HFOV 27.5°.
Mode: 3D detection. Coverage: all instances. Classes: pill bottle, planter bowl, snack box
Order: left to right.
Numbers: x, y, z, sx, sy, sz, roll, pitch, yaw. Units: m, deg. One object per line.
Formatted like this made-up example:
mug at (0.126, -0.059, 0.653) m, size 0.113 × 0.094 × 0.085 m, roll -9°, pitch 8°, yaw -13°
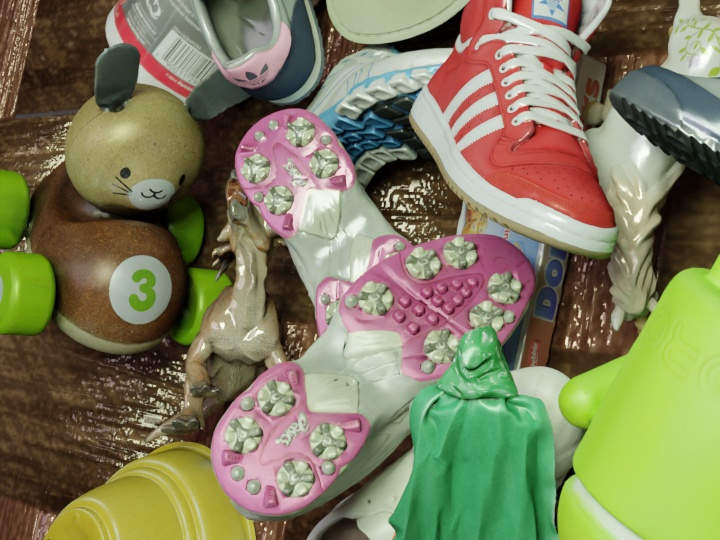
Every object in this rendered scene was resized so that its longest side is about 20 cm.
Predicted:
planter bowl at (-0.163, 0.210, 0.992) m, size 0.200 × 0.083 × 0.201 m, roll -18°, pitch 65°, yaw 44°
pill bottle at (-0.080, -0.210, 1.017) m, size 0.200 × 0.111 × 0.111 m, roll -45°, pitch 48°, yaw 29°
snack box at (0.086, -0.023, 0.832) m, size 0.072 × 0.024 × 0.200 m, roll 6°, pitch 82°, yaw 49°

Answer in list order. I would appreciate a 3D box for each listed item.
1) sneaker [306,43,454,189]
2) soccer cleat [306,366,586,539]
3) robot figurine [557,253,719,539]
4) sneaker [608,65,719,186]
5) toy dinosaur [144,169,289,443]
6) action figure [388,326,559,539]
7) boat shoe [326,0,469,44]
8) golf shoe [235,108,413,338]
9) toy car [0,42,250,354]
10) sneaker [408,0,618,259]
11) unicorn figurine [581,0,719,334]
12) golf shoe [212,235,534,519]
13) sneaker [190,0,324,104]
sneaker at (0.015, -0.110, 0.900) m, size 0.200 × 0.075 × 0.087 m, roll -18°, pitch 48°, yaw 54°
soccer cleat at (0.042, 0.121, 0.785) m, size 0.200 × 0.078 × 0.069 m, roll -41°, pitch 82°, yaw 37°
robot figurine at (0.160, 0.079, 0.641) m, size 0.175 × 0.116 × 0.200 m, roll 39°, pitch 110°, yaw 46°
sneaker at (0.210, -0.060, 0.641) m, size 0.200 × 0.070 × 0.082 m, roll 27°, pitch 89°, yaw 20°
toy dinosaur at (-0.079, 0.040, 0.962) m, size 0.200 × 0.086 × 0.136 m, roll 125°, pitch 150°, yaw -45°
action figure at (0.058, 0.116, 0.717) m, size 0.055 × 0.118 × 0.200 m, roll -65°, pitch -22°, yaw -58°
boat shoe at (0.066, -0.201, 0.886) m, size 0.199 × 0.066 × 0.075 m, roll -36°, pitch 84°, yaw 35°
golf shoe at (0.000, 0.000, 0.858) m, size 0.075 × 0.092 × 0.200 m, roll -27°, pitch 76°, yaw 4°
toy car at (-0.148, -0.060, 0.977) m, size 0.200 × 0.164 × 0.158 m, roll -58°, pitch 42°, yaw 34°
sneaker at (0.087, -0.088, 0.713) m, size 0.113 × 0.071 × 0.200 m, roll -63°, pitch 26°, yaw 17°
unicorn figurine at (0.144, -0.066, 0.738) m, size 0.137 × 0.074 × 0.200 m, roll -110°, pitch 38°, yaw -53°
golf shoe at (0.006, 0.056, 0.765) m, size 0.200 × 0.092 × 0.075 m, roll -37°, pitch 72°, yaw -17°
sneaker at (-0.082, -0.201, 0.900) m, size 0.070 × 0.082 × 0.200 m, roll -27°, pitch 81°, yaw 17°
